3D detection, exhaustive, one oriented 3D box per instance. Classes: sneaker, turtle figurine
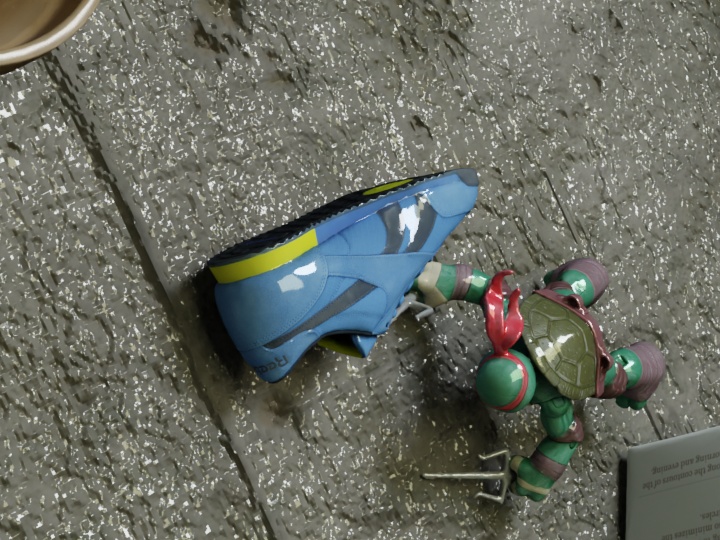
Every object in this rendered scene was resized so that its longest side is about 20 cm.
[{"bbox_3d":[0.000,0.000,1.016,0.200,0.066,0.079,-28,101,-45],"label":"sneaker"},{"bbox_3d":[0.097,0.054,1.069,0.200,0.100,0.150,-17,90,-54],"label":"turtle figurine"}]

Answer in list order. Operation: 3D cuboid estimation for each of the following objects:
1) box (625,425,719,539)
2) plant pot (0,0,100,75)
[{"bbox_3d":[0.292,0.192,1.128,0.200,0.199,0.172,26,58,-36],"label":"box"},{"bbox_3d":[-0.215,-0.170,0.844,0.200,0.093,0.201,20,60,-38],"label":"plant pot"}]
